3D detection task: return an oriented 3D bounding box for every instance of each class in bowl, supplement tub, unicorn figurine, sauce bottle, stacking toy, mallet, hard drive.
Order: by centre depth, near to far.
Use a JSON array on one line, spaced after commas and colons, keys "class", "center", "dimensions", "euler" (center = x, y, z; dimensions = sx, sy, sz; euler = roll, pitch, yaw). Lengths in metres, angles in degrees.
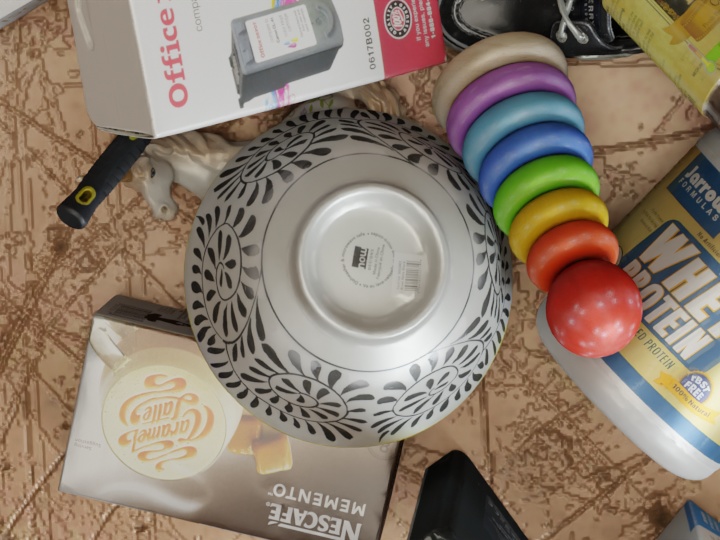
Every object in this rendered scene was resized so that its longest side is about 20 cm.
[{"class": "sauce bottle", "center": [0.165, -0.165, 1.376], "dimensions": [0.065, 0.065, 0.200], "euler": [-45, 72, 9]}, {"class": "stacking toy", "center": [0.110, -0.037, 1.386], "dimensions": [0.085, 0.085, 0.201], "euler": [-26, 58, 8]}, {"class": "bowl", "center": [0.000, 0.000, 1.397], "dimensions": [0.199, 0.094, 0.203], "euler": [1, 85, -8]}, {"class": "supplement tub", "center": [0.216, 0.007, 1.421], "dimensions": [0.145, 0.145, 0.200], "euler": [43, 99, -2]}, {"class": "mallet", "center": [-0.110, -0.091, 1.430], "dimensions": [0.066, 0.041, 0.201], "euler": [27, 54, -2]}, {"class": "hard drive", "center": [0.082, 0.188, 1.430], "dimensions": [0.033, 0.200, 0.140], "euler": [-35, 94, 9]}, {"class": "unicorn figurine", "center": [-0.054, -0.051, 1.480], "dimensions": [0.199, 0.074, 0.138], "euler": [-34, 94, -8]}]

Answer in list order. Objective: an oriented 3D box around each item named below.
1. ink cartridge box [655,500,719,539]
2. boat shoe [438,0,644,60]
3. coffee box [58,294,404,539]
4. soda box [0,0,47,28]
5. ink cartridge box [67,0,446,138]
[{"class": "ink cartridge box", "center": [0.254, 0.242, 1.452], "dimensions": [0.200, 0.145, 0.085], "euler": [39, 98, -1]}, {"class": "boat shoe", "center": [0.139, -0.156, 1.443], "dimensions": [0.198, 0.068, 0.072], "euler": [2, 98, 4]}, {"class": "coffee box", "center": [-0.073, 0.096, 1.490], "dimensions": [0.198, 0.080, 0.115], "euler": [14, 99, 3]}, {"class": "soda box", "center": [-0.180, -0.206, 1.462], "dimensions": [0.199, 0.068, 0.064], "euler": [-30, 95, 8]}, {"class": "ink cartridge box", "center": [-0.062, -0.168, 1.386], "dimensions": [0.199, 0.085, 0.149], "euler": [-18, 106, -29]}]
